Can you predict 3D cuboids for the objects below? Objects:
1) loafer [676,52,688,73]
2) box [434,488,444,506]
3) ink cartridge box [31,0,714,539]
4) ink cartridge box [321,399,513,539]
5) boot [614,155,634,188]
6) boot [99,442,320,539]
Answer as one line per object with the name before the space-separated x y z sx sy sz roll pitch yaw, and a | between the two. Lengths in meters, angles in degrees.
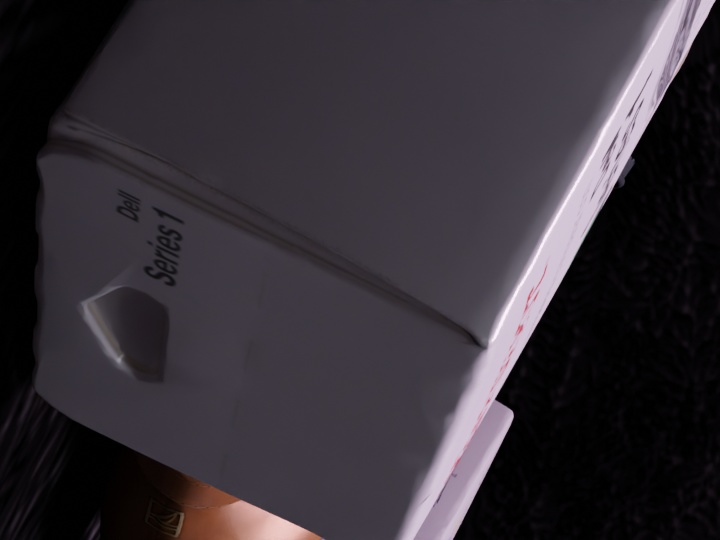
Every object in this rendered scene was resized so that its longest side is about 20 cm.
loafer | 0.094 -0.071 1.341 0.068 0.076 0.200 -65 180 -50
box | 0.049 -0.041 0.995 0.200 0.079 0.141 -65 178 39
ink cartridge box | 0.023 -0.059 0.556 0.200 0.084 0.146 -61 175 -20
ink cartridge box | -0.030 0.140 1.151 0.200 0.084 0.145 -56 172 -50
boot | 0.067 -0.003 1.509 0.163 0.073 0.198 -58 176 -2
boot | 0.000 0.000 0.756 0.155 0.074 0.200 102 13 -59
